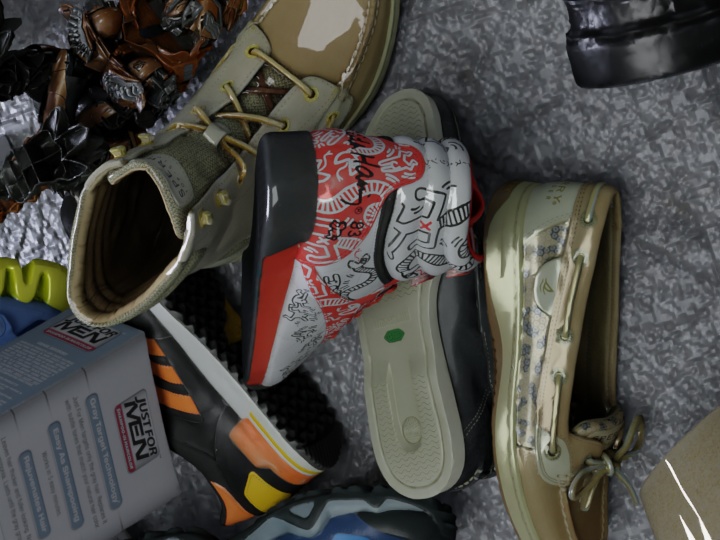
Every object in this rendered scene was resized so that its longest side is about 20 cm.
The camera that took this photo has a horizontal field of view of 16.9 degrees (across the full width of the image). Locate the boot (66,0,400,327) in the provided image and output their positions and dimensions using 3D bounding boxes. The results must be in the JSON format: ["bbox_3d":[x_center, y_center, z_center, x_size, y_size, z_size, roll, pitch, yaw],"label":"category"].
[{"bbox_3d":[-0.062,-0.069,1.166,0.072,0.155,0.200,36,116,10],"label":"boot"}]

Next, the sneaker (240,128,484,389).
[{"bbox_3d":[0.000,0.001,1.151,0.107,0.067,0.202,-1,151,-7],"label":"sneaker"}]

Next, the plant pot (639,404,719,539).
[{"bbox_3d":[0.228,0.148,1.115,0.200,0.187,0.187,51,119,17],"label":"plant pot"}]

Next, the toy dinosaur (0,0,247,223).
[{"bbox_3d":[-0.137,-0.077,1.206,0.102,0.136,0.200,32,109,21],"label":"toy dinosaur"}]

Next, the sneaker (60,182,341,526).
[{"bbox_3d":[-0.104,0.047,1.269,0.090,0.070,0.200,-41,90,25],"label":"sneaker"}]

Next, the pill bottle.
[{"bbox_3d":[0.115,-0.188,1.080,0.111,0.112,0.201,-9,103,25],"label":"pill bottle"}]

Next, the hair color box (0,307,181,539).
[{"bbox_3d":[-0.189,0.109,1.203,0.061,0.200,0.099,19,129,43],"label":"hair color box"}]

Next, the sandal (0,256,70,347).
[{"bbox_3d":[-0.234,0.038,1.248,0.079,0.199,0.087,-39,55,56],"label":"sandal"}]

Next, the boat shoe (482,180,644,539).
[{"bbox_3d":[0.103,0.055,1.183,0.062,0.073,0.201,-2,105,26],"label":"boat shoe"}]

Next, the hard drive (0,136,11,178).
[{"bbox_3d":[-0.282,-0.022,1.248,0.132,0.200,0.027,-25,88,27],"label":"hard drive"}]

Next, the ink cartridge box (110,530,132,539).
[{"bbox_3d":[-0.216,0.152,1.301,0.200,0.145,0.087,52,130,1],"label":"ink cartridge box"}]

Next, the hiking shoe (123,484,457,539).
[{"bbox_3d":[-0.038,0.169,1.258,0.199,0.074,0.087,-17,67,21],"label":"hiking shoe"}]

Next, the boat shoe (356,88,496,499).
[{"bbox_3d":[0.038,0.010,1.207,0.072,0.067,0.201,-4,92,47],"label":"boat shoe"}]
